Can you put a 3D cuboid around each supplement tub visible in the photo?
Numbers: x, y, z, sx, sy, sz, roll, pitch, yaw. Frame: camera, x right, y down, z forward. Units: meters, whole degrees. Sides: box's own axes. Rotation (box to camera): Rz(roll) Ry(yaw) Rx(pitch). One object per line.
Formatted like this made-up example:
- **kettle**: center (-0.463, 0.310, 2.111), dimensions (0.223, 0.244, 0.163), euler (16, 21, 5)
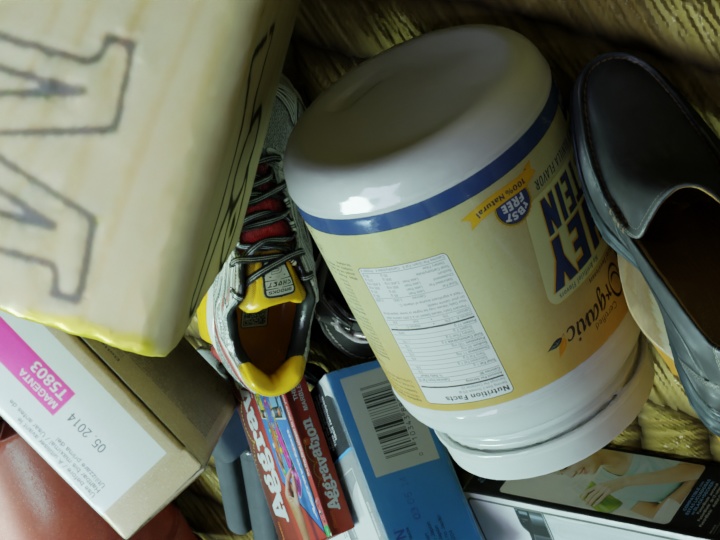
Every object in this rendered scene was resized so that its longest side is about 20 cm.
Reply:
- **supplement tub**: center (0.061, -0.007, 0.970), dimensions (0.144, 0.145, 0.201), euler (3, 131, 44)

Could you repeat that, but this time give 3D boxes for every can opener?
- **can opener**: center (-0.094, 0.136, 1.363), dimensions (0.053, 0.067, 0.201), euler (23, 140, 28)

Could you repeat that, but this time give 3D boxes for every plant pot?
- **plant pot**: center (-0.241, 0.183, 1.476), dimensions (0.200, 0.200, 0.197), euler (2, 121, 45)

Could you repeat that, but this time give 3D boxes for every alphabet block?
- **alphabet block**: center (-0.142, -0.102, 0.928), dimensions (0.195, 0.195, 0.202), euler (17, 109, 3)

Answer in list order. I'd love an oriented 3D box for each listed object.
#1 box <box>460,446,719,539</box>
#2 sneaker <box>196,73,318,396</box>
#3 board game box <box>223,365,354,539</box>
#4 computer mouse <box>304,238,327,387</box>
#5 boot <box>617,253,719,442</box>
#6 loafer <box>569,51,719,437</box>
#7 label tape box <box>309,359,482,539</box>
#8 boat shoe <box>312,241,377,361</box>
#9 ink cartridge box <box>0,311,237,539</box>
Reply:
- **box**: center (0.168, 0.169, 1.134), dimensions (0.199, 0.060, 0.117), euler (7, 133, 42)
- **sneaker**: center (-0.052, -0.020, 1.080), dimensions (0.082, 0.077, 0.202), euler (-129, 31, -57)
- **board game box**: center (-0.058, 0.077, 1.204), dimensions (0.103, 0.019, 0.202), euler (138, 115, -67)
- **computer mouse**: center (-0.045, 0.045, 1.241), dimensions (0.058, 0.034, 0.201), euler (28, 145, 20)
- **boot**: center (0.195, 0.043, 0.947), dimensions (0.070, 0.203, 0.144), euler (-27, 153, 18)
- **loafer**: center (0.149, -0.024, 0.859), dimensions (0.072, 0.072, 0.201), euler (68, 178, -64)
- **label tape box**: center (0.000, 0.158, 1.227), dimensions (0.145, 0.063, 0.200), euler (69, 155, 16)
- **boat shoe**: center (0.000, 0.000, 1.107), dimensions (0.066, 0.057, 0.201), euler (10, 141, 3)
- **ink cartridge box**: center (-0.177, 0.054, 1.195), dimensions (0.200, 0.075, 0.165), euler (47, -168, -4)
